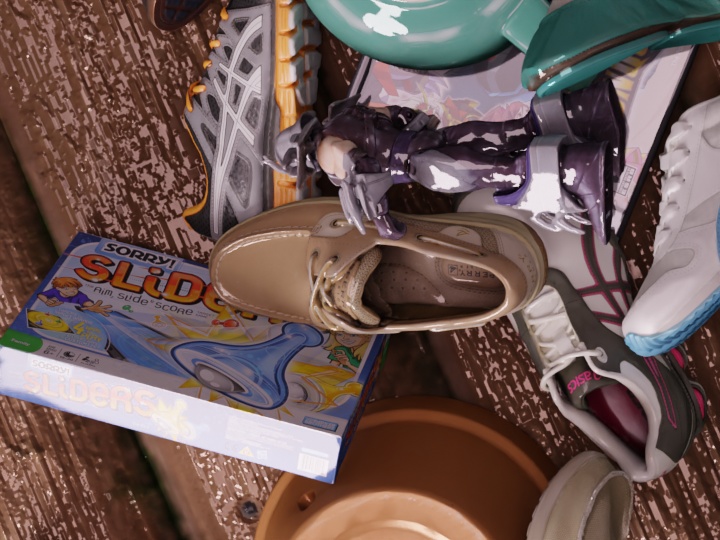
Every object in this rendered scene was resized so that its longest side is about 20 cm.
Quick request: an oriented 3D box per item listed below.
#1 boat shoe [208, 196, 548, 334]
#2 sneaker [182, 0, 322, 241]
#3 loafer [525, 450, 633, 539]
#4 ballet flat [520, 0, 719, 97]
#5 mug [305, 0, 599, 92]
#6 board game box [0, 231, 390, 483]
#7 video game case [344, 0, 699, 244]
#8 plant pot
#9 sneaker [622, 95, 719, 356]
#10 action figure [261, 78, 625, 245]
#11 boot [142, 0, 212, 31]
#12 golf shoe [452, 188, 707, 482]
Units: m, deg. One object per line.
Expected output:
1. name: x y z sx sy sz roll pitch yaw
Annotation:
1. boat shoe: 0.000 0.000 1.171 0.199 0.065 0.072 -3 106 23
2. sneaker: -0.065 -0.106 1.234 0.077 0.078 0.201 3 95 13
3. loafer: 0.121 0.194 1.127 0.068 0.076 0.201 3 67 28
4. ballet flat: 0.146 -0.145 1.136 0.067 0.200 0.071 -27 84 50
5. mug: 0.050 -0.184 1.165 0.184 0.114 0.153 9 94 7
6. board game box: -0.092 0.047 1.218 0.199 0.135 0.035 14 121 6
7. video game case: 0.099 -0.131 1.232 0.180 0.026 0.201 22 97 6
8. plant pot: 0.028 0.178 1.207 0.199 0.140 0.201 0 93 8
9. sneaker: 0.196 -0.040 1.186 0.081 0.077 0.200 34 73 7
10. action figure: 0.040 -0.060 1.152 0.199 0.130 0.070 2 120 17
11. boot: -0.105 -0.247 1.245 0.097 0.075 0.201 32 110 30
12. golf shoe: 0.122 0.029 1.195 0.077 0.088 0.200 -38 94 25
